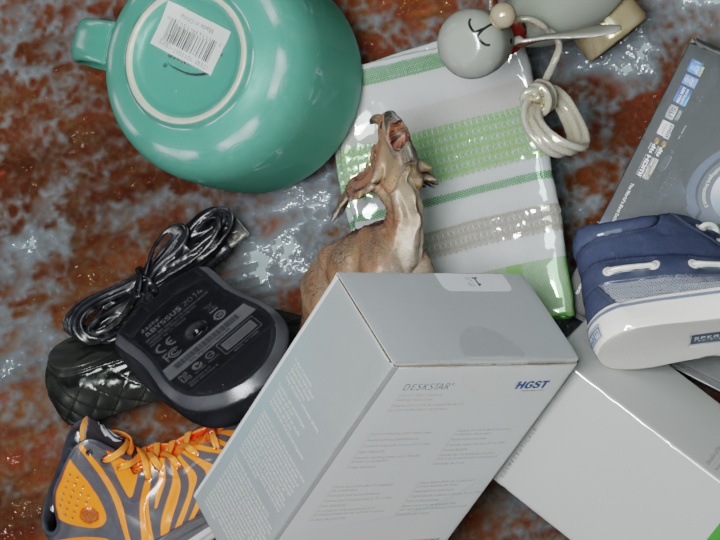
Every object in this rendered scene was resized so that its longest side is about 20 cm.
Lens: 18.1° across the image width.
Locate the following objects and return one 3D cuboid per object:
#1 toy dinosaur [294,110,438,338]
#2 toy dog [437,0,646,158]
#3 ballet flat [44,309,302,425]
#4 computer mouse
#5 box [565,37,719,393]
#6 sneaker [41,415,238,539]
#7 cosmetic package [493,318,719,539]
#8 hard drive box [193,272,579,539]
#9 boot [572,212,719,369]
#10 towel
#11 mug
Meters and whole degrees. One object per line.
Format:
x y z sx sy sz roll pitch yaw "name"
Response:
0.000 0.000 1.451 0.200 0.086 0.136 -42 62 28 "toy dinosaur"
0.130 -0.177 1.432 0.132 0.200 0.096 37 126 -12 "toy dog"
-0.113 0.064 1.517 0.199 0.067 0.057 -6 128 7 "ballet flat"
-0.098 0.045 1.451 0.138 0.200 0.053 -36 126 -9 "computer mouse"
0.243 -0.027 1.471 0.160 0.044 0.201 28 89 10 "box"
-0.127 0.124 1.478 0.200 0.078 0.112 -41 102 2 "sneaker"
0.188 0.133 1.428 0.200 0.085 0.108 36 121 9 "cosmetic package"
0.015 0.098 1.385 0.200 0.155 0.077 -56 51 32 "hard drive box"
0.234 0.003 1.414 0.199 0.073 0.091 -3 56 -9 "boot"
0.055 -0.052 1.485 0.149 0.031 0.201 -15 80 23 "towel"
-0.103 -0.126 1.480 0.184 0.114 0.153 -21 78 19 "mug"
